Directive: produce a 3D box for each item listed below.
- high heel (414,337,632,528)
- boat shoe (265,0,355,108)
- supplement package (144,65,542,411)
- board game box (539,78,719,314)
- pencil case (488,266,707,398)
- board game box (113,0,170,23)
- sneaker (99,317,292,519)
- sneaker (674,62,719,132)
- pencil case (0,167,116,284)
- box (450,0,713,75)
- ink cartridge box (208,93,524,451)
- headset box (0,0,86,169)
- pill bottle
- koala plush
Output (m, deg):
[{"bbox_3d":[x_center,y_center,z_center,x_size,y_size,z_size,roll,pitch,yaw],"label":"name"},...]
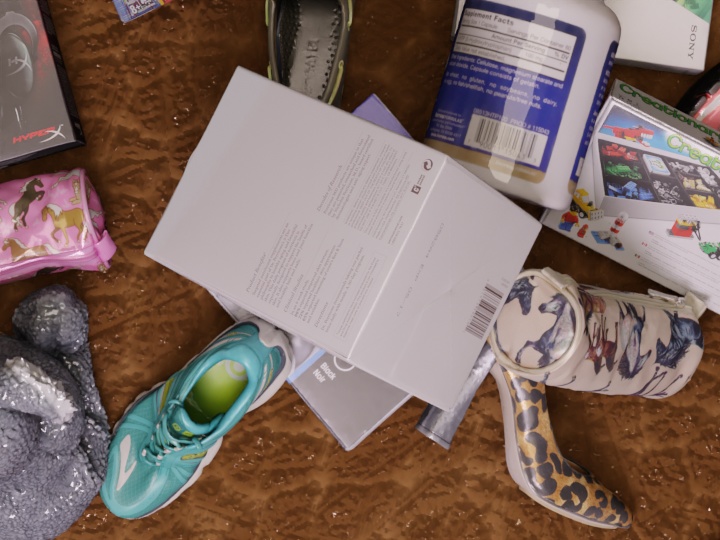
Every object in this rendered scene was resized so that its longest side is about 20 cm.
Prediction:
[{"bbox_3d":[0.154,0.104,1.639,0.199,0.071,0.143,31,89,-19],"label":"high heel"},{"bbox_3d":[-0.037,-0.206,1.650,0.071,0.060,0.204,2,89,1],"label":"boat shoe"},{"bbox_3d":[-0.012,-0.022,1.522,0.199,0.150,0.153,26,88,35],"label":"supplement package"},{"bbox_3d":[0.251,-0.045,1.639,0.199,0.035,0.127,27,124,-1],"label":"board game box"},{"bbox_3d":[0.176,0.045,1.591,0.078,0.199,0.090,32,103,36],"label":"pencil case"},{"bbox_3d":[-0.143,-0.309,1.568,0.199,0.062,0.200,-21,117,30],"label":"board game box"},{"bbox_3d":[-0.135,0.112,1.625,0.077,0.080,0.200,42,110,1],"label":"sneaker"},{"bbox_3d":[0.316,-0.137,1.655,0.200,0.074,0.087,-44,95,0],"label":"sneaker"},{"bbox_3d":[-0.286,-0.019,1.631,0.198,0.083,0.087,-15,85,-3],"label":"pencil case"},{"bbox_3d":[0.176,-0.236,1.669,0.198,0.036,0.146,7,90,-2],"label":"box"},{"bbox_3d":[0.000,0.000,1.660,0.200,0.043,0.198,-42,90,-3],"label":"ink cartridge box"},{"bbox_3d":[-0.306,-0.173,1.635,0.148,0.077,0.202,-15,92,-1],"label":"headset box"},{"bbox_3d":[0.125,-0.155,1.593,0.119,0.120,0.202,17,92,-1],"label":"pill bottle"},{"bbox_3d":[-0.268,0.109,1.564,0.176,0.200,0.185,-21,83,-2],"label":"koala plush"}]
